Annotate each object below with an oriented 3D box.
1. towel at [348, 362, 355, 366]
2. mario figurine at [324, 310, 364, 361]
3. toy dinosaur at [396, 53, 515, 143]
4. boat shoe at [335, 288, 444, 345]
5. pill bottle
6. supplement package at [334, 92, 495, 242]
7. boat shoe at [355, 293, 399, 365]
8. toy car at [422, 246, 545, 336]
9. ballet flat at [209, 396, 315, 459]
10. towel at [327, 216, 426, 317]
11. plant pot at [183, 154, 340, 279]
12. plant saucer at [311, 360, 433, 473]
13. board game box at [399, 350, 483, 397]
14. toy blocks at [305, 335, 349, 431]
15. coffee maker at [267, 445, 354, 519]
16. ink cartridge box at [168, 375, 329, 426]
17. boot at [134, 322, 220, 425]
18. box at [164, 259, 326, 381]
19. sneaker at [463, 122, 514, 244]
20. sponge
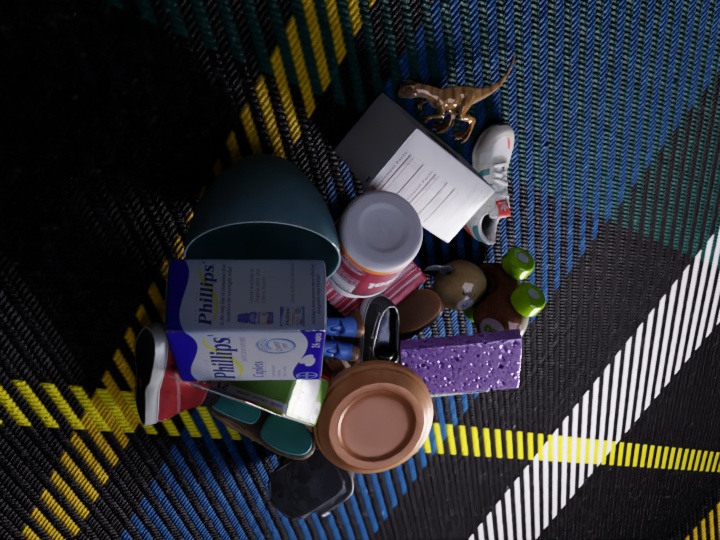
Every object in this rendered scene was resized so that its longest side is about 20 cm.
[{"bbox_3d":[-0.005,0.206,1.472,0.199,0.037,0.149,-16,132,-20],"label":"towel"},{"bbox_3d":[-0.100,0.087,1.270,0.199,0.124,0.106,10,156,-20],"label":"mario figurine"},{"bbox_3d":[0.150,-0.247,1.174,0.199,0.060,0.107,-12,130,-25],"label":"toy dinosaur"},{"bbox_3d":[0.054,0.092,1.375,0.199,0.071,0.070,-24,155,18],"label":"boat shoe"},{"bbox_3d":[0.009,-0.027,1.141,0.113,0.113,0.200,-21,170,-17],"label":"pill bottle"},{"bbox_3d":[0.080,-0.145,1.174,0.110,0.114,0.200,-48,136,13],"label":"supplement package"},{"bbox_3d":[0.032,0.137,1.303,0.068,0.057,0.201,-11,109,-28],"label":"boat shoe"},{"bbox_3d":[0.182,0.043,1.389,0.199,0.158,0.164,13,136,-22],"label":"toy car"},{"bbox_3d":[-0.158,0.259,1.321,0.068,0.199,0.072,-59,160,-31],"label":"ballet flat"},{"bbox_3d":[0.000,0.000,1.287,0.145,0.023,0.200,-41,124,5],"label":"towel"},{"bbox_3d":[-0.128,-0.071,1.064,0.199,0.135,0.200,-3,153,-1],"label":"plant pot"},{"bbox_3d":[0.023,0.240,1.288,0.199,0.037,0.201,-4,111,-10],"label":"plant saucer"},{"bbox_3d":[0.127,0.179,1.413,0.199,0.035,0.126,-5,145,1],"label":"board game box"},{"bbox_3d":[-0.089,0.194,1.352,0.199,0.100,0.137,-26,112,11],"label":"toy blocks"},{"bbox_3d":[-0.067,0.336,1.421,0.192,0.135,0.200,-53,178,-5],"label":"coffee maker"},{"bbox_3d":[-0.160,0.162,1.202,0.200,0.147,0.076,37,69,-59],"label":"ink cartridge box"},{"bbox_3d":[-0.263,0.144,1.228,0.144,0.073,0.201,-12,138,-27],"label":"boot"},{"bbox_3d":[-0.148,0.070,1.077,0.199,0.105,0.184,0,153,-5],"label":"box"},{"bbox_3d":[0.216,-0.133,1.289,0.070,0.093,0.200,-6,129,-30],"label":"sneaker"},{"bbox_3d":[0.164,0.154,1.335,0.199,0.030,0.112,-5,128,1],"label":"sponge"}]
